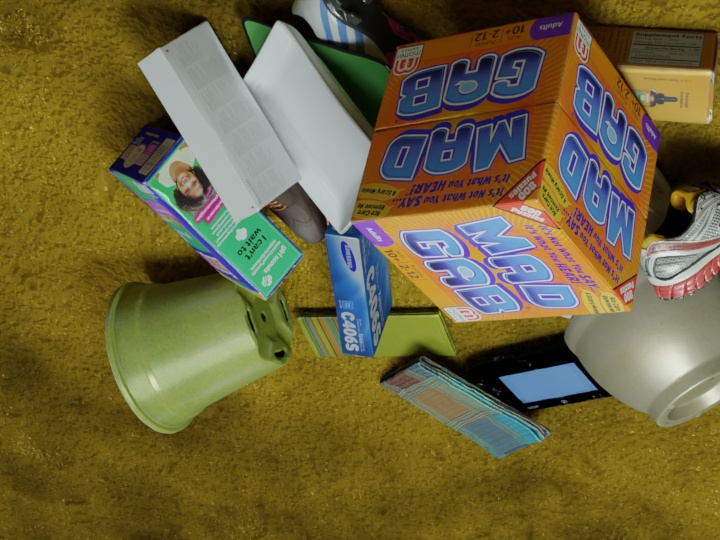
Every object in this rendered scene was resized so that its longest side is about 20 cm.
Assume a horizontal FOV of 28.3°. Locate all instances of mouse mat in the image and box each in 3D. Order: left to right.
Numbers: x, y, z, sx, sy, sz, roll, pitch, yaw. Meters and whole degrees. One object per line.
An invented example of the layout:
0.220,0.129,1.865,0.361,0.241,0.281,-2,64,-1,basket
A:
-0.031,-0.188,1.511,0.198,0.008,0.162,24,153,30,mouse mat

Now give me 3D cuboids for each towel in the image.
0.020,0.080,1.828,0.197,0.018,0.086,-2,139,23,towel
0.132,0.180,1.851,0.199,0.022,0.147,31,155,-10,towel

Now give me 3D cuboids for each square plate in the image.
-0.045,-0.150,1.510,0.201,0.028,0.198,53,157,2,square plate

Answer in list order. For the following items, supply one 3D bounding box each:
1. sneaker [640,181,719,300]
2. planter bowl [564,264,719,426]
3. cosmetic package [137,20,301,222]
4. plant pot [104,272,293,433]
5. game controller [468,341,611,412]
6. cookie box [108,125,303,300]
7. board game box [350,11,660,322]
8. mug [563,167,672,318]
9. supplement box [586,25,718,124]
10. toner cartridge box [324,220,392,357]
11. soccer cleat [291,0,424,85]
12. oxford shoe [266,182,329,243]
0.358,-0.061,1.424,0.082,0.200,0.078,52,168,-15,sneaker
0.337,0.081,1.530,0.198,0.136,0.201,-23,155,-11,planter bowl
-0.152,-0.160,1.546,0.050,0.082,0.201,-23,102,44,cosmetic package
-0.191,0.084,1.806,0.182,0.202,0.201,-20,126,23,plant pot
0.234,0.133,1.771,0.198,0.042,0.105,-14,127,37,game controller
-0.179,-0.069,1.647,0.200,0.075,0.171,44,171,-23,cookie box
0.143,-0.090,1.352,0.198,0.202,0.200,-5,148,36,board game box
0.235,-0.060,1.500,0.186,0.151,0.153,34,130,-24,mug
0.251,-0.195,1.405,0.197,0.069,0.067,8,138,17,supplement box
0.000,0.000,1.691,0.043,0.096,0.201,7,137,14,toner cartridge box
0.011,-0.228,1.479,0.200,0.070,0.086,46,148,-21,soccer cleat
-0.107,-0.093,1.654,0.071,0.073,0.200,-19,125,36,oxford shoe
